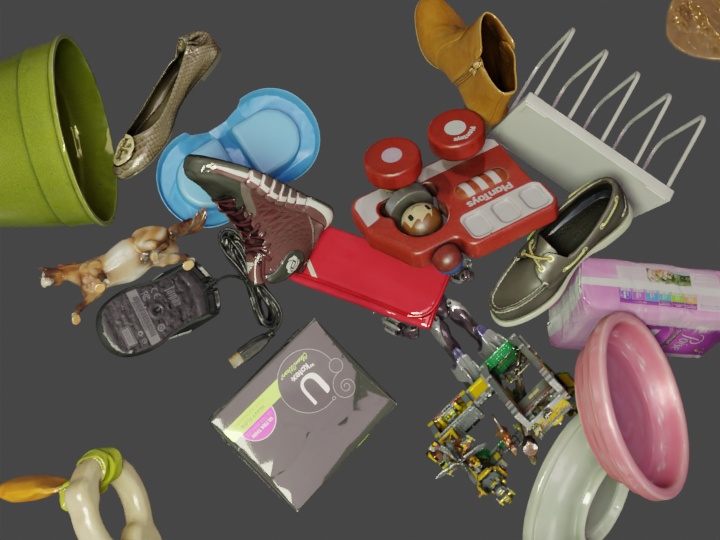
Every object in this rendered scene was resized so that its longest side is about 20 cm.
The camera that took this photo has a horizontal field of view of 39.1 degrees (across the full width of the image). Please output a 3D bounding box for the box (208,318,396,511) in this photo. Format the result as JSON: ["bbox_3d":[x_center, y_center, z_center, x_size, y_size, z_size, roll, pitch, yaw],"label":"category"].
[{"bbox_3d":[-0.068,0.150,1.069,0.124,0.200,0.149,45,78,-2],"label":"box"}]

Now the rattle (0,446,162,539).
[{"bbox_3d":[-0.281,0.299,1.083,0.142,0.130,0.202,-26,114,-1],"label":"rattle"}]

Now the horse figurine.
[{"bbox_3d":[-0.251,-0.009,1.097,0.198,0.133,0.050,-29,113,-8],"label":"horse figurine"}]

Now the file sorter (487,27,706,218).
[{"bbox_3d":[0.280,-0.172,1.204,0.199,0.139,0.125,33,76,-4],"label":"file sorter"}]

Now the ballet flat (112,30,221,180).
[{"bbox_3d":[-0.226,-0.192,1.151,0.046,0.067,0.201,45,70,-44],"label":"ballet flat"}]

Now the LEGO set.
[{"bbox_3d":[0.174,0.178,1.109,0.199,0.116,0.154,-38,122,2],"label":"LEGO set"}]

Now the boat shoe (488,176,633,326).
[{"bbox_3d":[0.213,-0.023,1.125,0.201,0.061,0.072,-44,51,1],"label":"boat shoe"}]

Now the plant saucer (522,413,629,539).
[{"bbox_3d":[0.253,0.246,1.123,0.050,0.200,0.201,22,75,37],"label":"plant saucer"}]

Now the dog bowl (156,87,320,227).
[{"bbox_3d":[-0.141,-0.125,1.169,0.199,0.050,0.112,-34,90,-13],"label":"dog bowl"}]

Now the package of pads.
[{"bbox_3d":[0.329,0.047,1.191,0.197,0.121,0.077,5,62,-9],"label":"package of pads"}]

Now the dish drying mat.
[{"bbox_3d":[0.000,0.000,1.159,0.198,0.018,0.078,20,74,14],"label":"dish drying mat"}]

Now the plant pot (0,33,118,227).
[{"bbox_3d":[-0.379,-0.129,1.069,0.190,0.200,0.203,-10,84,1],"label":"plant pot"}]

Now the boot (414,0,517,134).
[{"bbox_3d":[0.127,-0.265,1.176,0.070,0.144,0.203,-17,75,-13],"label":"boot"}]

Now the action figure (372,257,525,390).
[{"bbox_3d":[0.097,0.050,1.179,0.130,0.069,0.200,-43,88,-7],"label":"action figure"}]

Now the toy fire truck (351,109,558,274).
[{"bbox_3d":[0.099,-0.075,1.133,0.198,0.113,0.168,-25,47,-11],"label":"toy fire truck"}]

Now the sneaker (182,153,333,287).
[{"bbox_3d":[-0.117,-0.044,1.091,0.199,0.075,0.117,22,86,-41],"label":"sneaker"}]

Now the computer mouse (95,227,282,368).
[{"bbox_3d":[-0.188,0.057,1.143,0.199,0.046,0.141,-33,92,-19],"label":"computer mouse"}]

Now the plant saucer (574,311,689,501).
[{"bbox_3d":[0.288,0.147,1.090,0.200,0.050,0.203,29,51,-43],"label":"plant saucer"}]
